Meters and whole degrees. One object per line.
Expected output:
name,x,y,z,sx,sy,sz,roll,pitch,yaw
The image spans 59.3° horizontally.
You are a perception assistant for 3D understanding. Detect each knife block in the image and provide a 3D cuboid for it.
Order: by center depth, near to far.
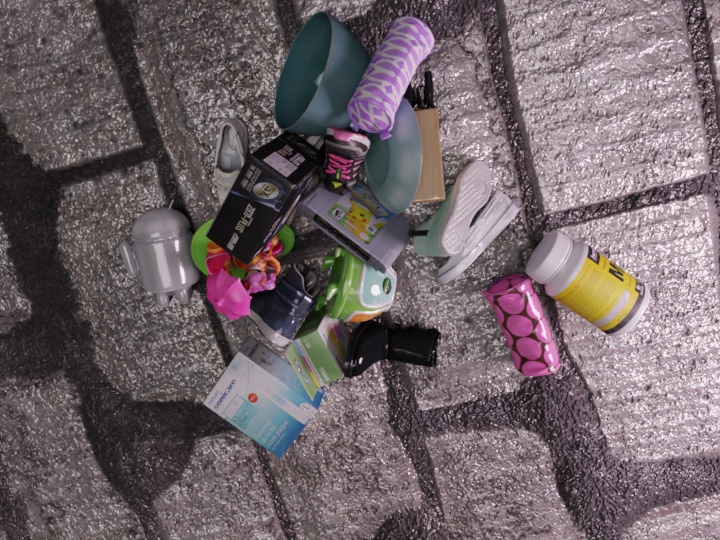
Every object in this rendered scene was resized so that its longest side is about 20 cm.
knife block,0.102,-0.239,1.085,0.063,0.202,0.177,-6,134,6

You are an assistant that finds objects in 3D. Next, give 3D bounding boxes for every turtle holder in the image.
turtle holder,-0.003,0.009,1.196,0.130,0.187,0.141,13,142,-12

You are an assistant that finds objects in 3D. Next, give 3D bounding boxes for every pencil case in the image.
pencil case,0.052,-0.310,1.010,0.085,0.084,0.202,35,68,-24
pencil case,0.305,0.107,1.198,0.093,0.091,0.202,-24,103,4

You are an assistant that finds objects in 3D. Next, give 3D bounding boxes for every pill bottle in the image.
pill bottle,0.408,0.021,1.146,0.199,0.114,0.115,33,107,-3

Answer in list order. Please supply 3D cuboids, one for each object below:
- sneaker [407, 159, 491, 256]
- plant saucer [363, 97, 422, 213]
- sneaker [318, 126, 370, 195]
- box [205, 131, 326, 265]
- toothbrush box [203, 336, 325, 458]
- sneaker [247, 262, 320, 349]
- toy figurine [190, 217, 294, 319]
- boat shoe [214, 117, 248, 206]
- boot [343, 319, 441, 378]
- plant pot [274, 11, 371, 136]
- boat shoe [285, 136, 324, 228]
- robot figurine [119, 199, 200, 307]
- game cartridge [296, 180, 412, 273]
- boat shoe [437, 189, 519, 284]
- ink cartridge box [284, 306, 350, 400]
sneaker,0.159,-0.114,1.156,0.074,0.118,0.202,39,67,-24
plant saucer,0.043,-0.199,1.091,0.038,0.201,0.204,-5,107,-22
sneaker,-0.031,-0.177,1.067,0.073,0.200,0.089,16,84,-1
box,-0.153,-0.128,1.061,0.086,0.200,0.164,34,115,-4
toothbrush box,-0.196,0.260,1.302,0.199,0.085,0.147,37,106,-3
sneaker,-0.155,0.045,1.211,0.077,0.202,0.147,31,91,-38
toy figurine,-0.206,0.006,1.137,0.197,0.185,0.152,-11,127,-5
boat shoe,-0.246,-0.182,1.193,0.070,0.069,0.203,0,106,5
boot,0.064,0.152,1.187,0.160,0.198,0.074,11,110,10
plant pot,-0.045,-0.317,1.087,0.133,0.200,0.202,15,110,-31
boat shoe,-0.110,-0.168,1.182,0.065,0.072,0.201,30,108,-7
robot figurine,-0.377,-0.033,1.227,0.167,0.113,0.203,-9,105,-8
game cartridge,-0.004,-0.096,1.155,0.199,0.134,0.041,37,137,2
boat shoe,0.204,-0.063,1.178,0.065,0.074,0.200,42,96,-1
ink cartridge box,-0.071,0.146,1.194,0.059,0.200,0.105,-24,102,15
